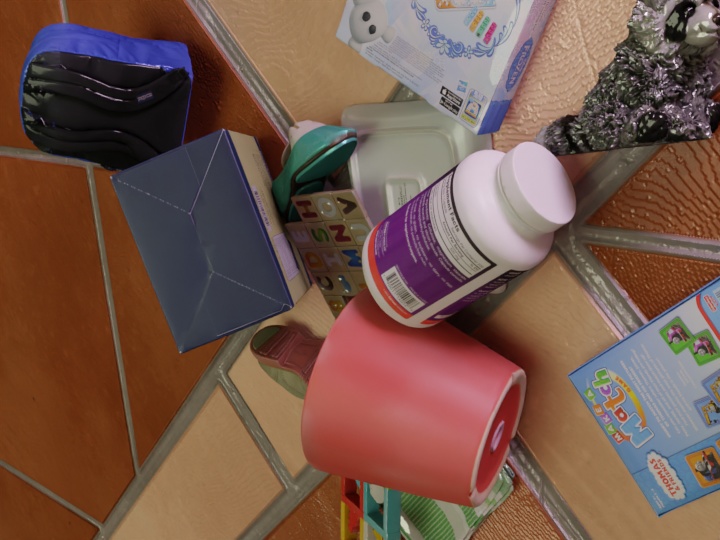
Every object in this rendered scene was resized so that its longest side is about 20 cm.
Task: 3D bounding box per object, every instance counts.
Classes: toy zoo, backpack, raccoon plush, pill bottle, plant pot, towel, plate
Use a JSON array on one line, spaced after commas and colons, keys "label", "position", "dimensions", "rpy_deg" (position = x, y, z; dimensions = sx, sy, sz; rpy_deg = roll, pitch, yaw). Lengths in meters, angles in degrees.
[{"label": "toy zoo", "position": [0.011, 0.290, 1.093], "dimensions": [0.131, 0.020, 0.204], "rpy_deg": [-161, 70, -63]}, {"label": "backpack", "position": [-0.325, -0.221, 1.151], "dimensions": [0.169, 0.196, 0.165], "rpy_deg": [-116, 35, -53]}, {"label": "raccoon plush", "position": [0.204, -0.166, 0.735], "dimensions": [0.198, 0.096, 0.137], "rpy_deg": [-1, 97, 46]}, {"label": "pill bottle", "position": [0.097, -0.033, 0.830], "dimensions": [0.199, 0.112, 0.114], "rpy_deg": [-35, 80, 44]}, {"label": "plant pot", "position": [0.062, 0.138, 0.924], "dimensions": [0.175, 0.200, 0.204], "rpy_deg": [18, 119, 22]}, {"label": "towel", "position": [0.084, 0.244, 1.054], "dimensions": [0.153, 0.023, 0.201], "rpy_deg": [47, 133, 24]}, {"label": "plate", "position": [0.056, -0.076, 0.956], "dimensions": [0.198, 0.032, 0.203], "rpy_deg": [4, 107, 44]}]

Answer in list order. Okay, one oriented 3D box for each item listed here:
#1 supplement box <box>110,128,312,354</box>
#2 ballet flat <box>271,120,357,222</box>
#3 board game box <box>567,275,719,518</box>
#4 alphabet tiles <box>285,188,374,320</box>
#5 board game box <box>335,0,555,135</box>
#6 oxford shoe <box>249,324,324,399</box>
[{"label": "supplement box", "position": [-0.158, -0.039, 1.033], "dimensions": [0.132, 0.200, 0.203], "rpy_deg": [-20, 94, 5]}, {"label": "ballet flat", "position": [-0.061, -0.122, 1.006], "dimensions": [0.071, 0.067, 0.200], "rpy_deg": [62, 155, 11]}, {"label": "board game box", "position": [0.291, 0.107, 0.783], "dimensions": [0.200, 0.036, 0.153], "rpy_deg": [-44, 73, 44]}, {"label": "alphabet tiles", "position": [0.000, 0.000, 1.008], "dimensions": [0.166, 0.008, 0.202], "rpy_deg": [0, 125, 45]}, {"label": "board game box", "position": [0.083, -0.264, 0.841], "dimensions": [0.199, 0.043, 0.201], "rpy_deg": [40, 126, 28]}, {"label": "oxford shoe", "position": [-0.049, 0.131, 1.130], "dimensions": [0.198, 0.071, 0.075], "rpy_deg": [25, 147, 37]}]
